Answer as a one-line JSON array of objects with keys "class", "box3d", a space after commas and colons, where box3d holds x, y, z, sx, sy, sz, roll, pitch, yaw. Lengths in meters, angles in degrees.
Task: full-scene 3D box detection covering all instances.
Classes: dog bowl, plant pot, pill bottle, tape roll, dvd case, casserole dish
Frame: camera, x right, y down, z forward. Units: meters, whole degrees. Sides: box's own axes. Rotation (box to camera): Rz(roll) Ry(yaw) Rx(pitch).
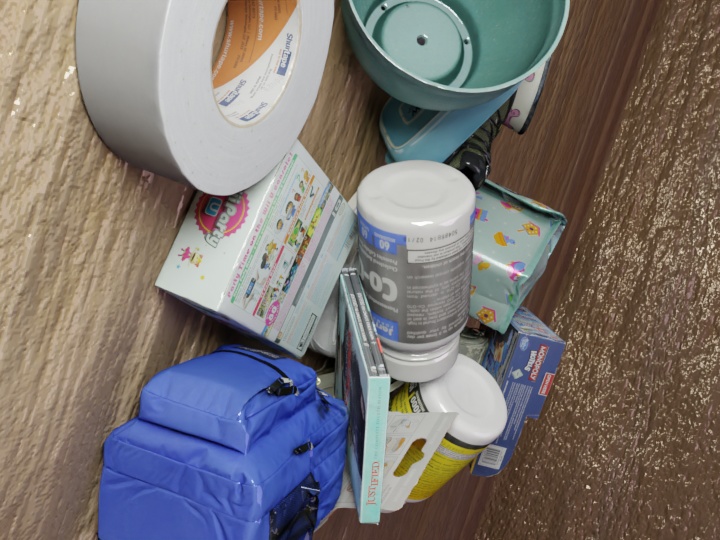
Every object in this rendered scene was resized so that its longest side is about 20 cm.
[{"class": "dog bowl", "box3d": [0.203, -0.286, 1.082, 0.200, 0.073, 0.203, 12, 90, -89]}, {"class": "plant pot", "box3d": [0.069, -0.230, 0.745, 0.202, 0.198, 0.134, -63, -175, -15]}, {"class": "pill bottle", "box3d": [0.054, 0.005, 0.815, 0.114, 0.112, 0.202, -48, 146, -44]}, {"class": "tape roll", "box3d": [-0.093, -0.155, 0.546, 0.201, 0.065, 0.202, -52, 154, -38]}, {"class": "dvd case", "box3d": [-0.002, 0.106, 0.754, 0.201, 0.022, 0.148, -105, -163, -63]}, {"class": "casserole dish", "box3d": [0.088, -0.184, 0.862, 0.039, 0.122, 0.200, 32, 115, -35]}, {"class": "pill bottle", "box3d": [0.069, 0.194, 0.951, 0.201, 0.112, 0.112, -52, 172, 36]}]

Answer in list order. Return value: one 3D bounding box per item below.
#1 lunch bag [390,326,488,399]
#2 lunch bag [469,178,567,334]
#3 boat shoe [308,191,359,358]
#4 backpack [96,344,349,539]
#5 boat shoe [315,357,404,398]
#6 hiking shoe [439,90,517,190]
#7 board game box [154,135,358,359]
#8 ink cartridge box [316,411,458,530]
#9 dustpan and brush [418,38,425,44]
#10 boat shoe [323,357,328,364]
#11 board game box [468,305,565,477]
[{"class": "lunch bag", "box3d": [0.067, 0.147, 1.081, 0.139, 0.166, 0.203, -12, 121, -65]}, {"class": "lunch bag", "box3d": [0.154, -0.046, 1.016, 0.200, 0.169, 0.123, -48, 158, -42]}, {"class": "boat shoe", "box3d": [0.000, 0.000, 0.900, 0.072, 0.068, 0.202, 34, 79, -48]}, {"class": "backpack", "box3d": [-0.093, 0.151, 0.695, 0.199, 0.160, 0.170, -12, 118, -65]}, {"class": "boat shoe", "box3d": [-0.018, 0.120, 0.916, 0.200, 0.072, 0.061, -22, 98, -37]}, {"class": "hiking shoe", "box3d": [0.120, -0.132, 0.883, 0.075, 0.101, 0.202, 24, 102, -27]}, {"class": "board game box", "box3d": [-0.077, -0.018, 0.716, 0.149, 0.063, 0.200, -67, 161, -10]}, {"class": "ink cartridge box", "box3d": [-0.011, 0.204, 0.836, 0.161, 0.197, 0.051, -44, 123, -53]}, {"class": "dustpan and brush", "box3d": [0.094, -0.322, 0.864, 0.140, 0.057, 0.202, -44, 148, -49]}, {"class": "boat shoe", "box3d": [-0.012, 0.128, 1.002, 0.070, 0.070, 0.203, -15, 123, -67]}, {"class": "board game box", "box3d": [0.186, 0.128, 1.066, 0.200, 0.061, 0.203, -85, -171, -67]}]
